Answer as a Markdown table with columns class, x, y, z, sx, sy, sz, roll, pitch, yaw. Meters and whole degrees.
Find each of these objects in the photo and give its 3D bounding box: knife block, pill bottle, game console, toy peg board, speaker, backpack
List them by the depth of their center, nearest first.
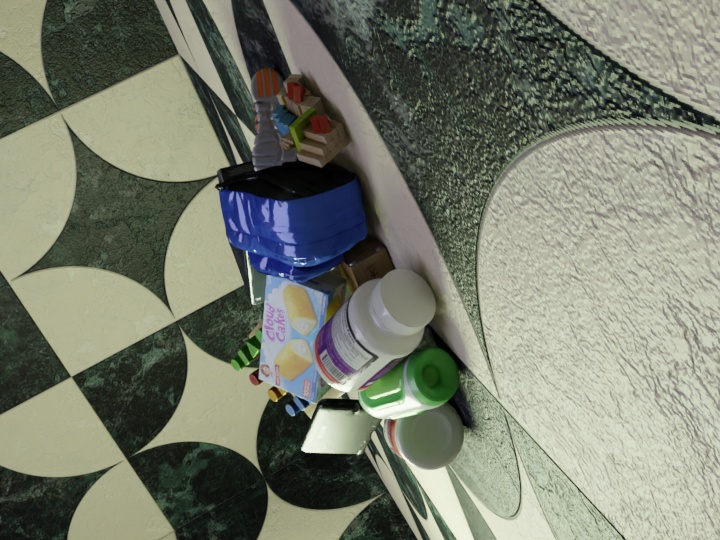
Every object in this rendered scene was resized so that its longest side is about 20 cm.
| class | x | y | z | sx | sy | sz | roll | pitch | yaw |
| --- | --- | --- | --- | --- | --- | --- | --- | --- | --- |
| pill bottle | 0.019 | 0.080 | 1.113 | 0.112 | 0.110 | 0.200 | 60 | 143 | 13 |
| backpack | -0.082 | -0.073 | 1.191 | 0.198 | 0.161 | 0.170 | 8 | 120 | 48 |
| speaker | 0.066 | 0.168 | 1.199 | 0.089 | 0.088 | 0.200 | 62 | 152 | 3 |
| knife block | 0.025 | 0.038 | 1.277 | 0.178 | 0.063 | 0.200 | 68 | 169 | -26 |
| pill bottle | 0.098 | 0.263 | 1.361 | 0.114 | 0.112 | 0.200 | 62 | 172 | 3 |
| game console | -0.007 | 0.230 | 1.423 | 0.201 | 0.173 | 0.118 | 112 | 159 | -53 |
| toy peg board | -0.131 | 0.174 | 1.470 | 0.200 | 0.097 | 0.200 | 52 | 141 | 5 |

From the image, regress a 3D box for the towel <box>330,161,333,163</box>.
| class | x | y | z | sx | sy | sz | roll | pitch | yaw |
| --- | --- | --- | --- | --- | --- | --- | --- | --- | --- |
| towel | -0.053 | -0.162 | 1.315 | 0.200 | 0.018 | 0.087 | 53 | 170 | 49 |

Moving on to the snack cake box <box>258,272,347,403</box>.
| class | x | y | z | sx | sy | sz | roll | pitch | yaw |
| --- | --- | --- | --- | --- | --- | --- | --- | --- | --- |
| snack cake box | -0.095 | 0.096 | 1.305 | 0.113 | 0.067 | 0.203 | 18 | 118 | 20 |

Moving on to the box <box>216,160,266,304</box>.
| class | x | y | z | sx | sy | sz | roll | pitch | yaw |
| --- | --- | --- | --- | --- | --- | --- | --- | --- | --- |
| box | -0.195 | -0.079 | 1.627 | 0.201 | 0.122 | 0.198 | 94 | 157 | -53 |

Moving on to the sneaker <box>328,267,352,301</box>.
| class | x | y | z | sx | sy | sz | roll | pitch | yaw |
| --- | --- | --- | --- | --- | --- | --- | --- | --- | --- |
| sneaker | -0.020 | 0.067 | 1.395 | 0.073 | 0.084 | 0.201 | 51 | 168 | 46 |

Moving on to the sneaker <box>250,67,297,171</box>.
| class | x | y | z | sx | sy | sz | roll | pitch | yaw |
| --- | --- | --- | --- | --- | --- | --- | --- | --- | --- |
| sneaker | -0.144 | -0.235 | 1.389 | 0.112 | 0.076 | 0.204 | -132 | 41 | -86 |

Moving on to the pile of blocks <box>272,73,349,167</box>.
| class | x | y | z | sx | sy | sz | roll | pitch | yaw |
| --- | --- | --- | --- | --- | --- | --- | --- | --- | --- |
| pile of blocks | -0.088 | -0.217 | 1.131 | 0.201 | 0.081 | 0.063 | 54 | 168 | 48 |
